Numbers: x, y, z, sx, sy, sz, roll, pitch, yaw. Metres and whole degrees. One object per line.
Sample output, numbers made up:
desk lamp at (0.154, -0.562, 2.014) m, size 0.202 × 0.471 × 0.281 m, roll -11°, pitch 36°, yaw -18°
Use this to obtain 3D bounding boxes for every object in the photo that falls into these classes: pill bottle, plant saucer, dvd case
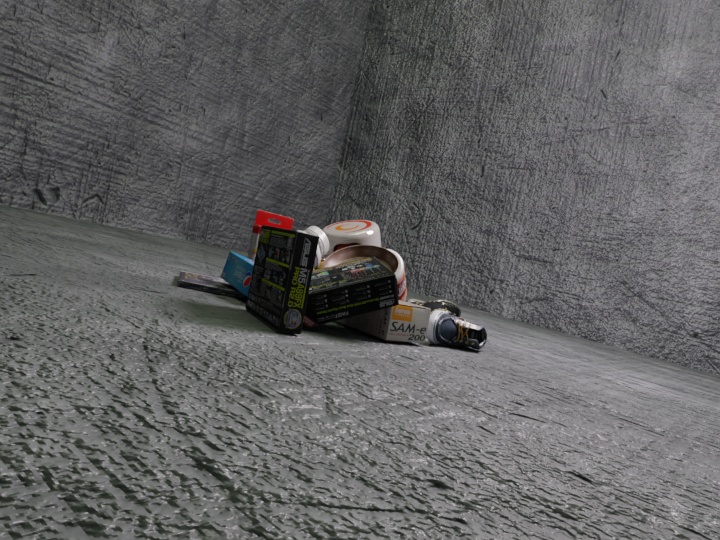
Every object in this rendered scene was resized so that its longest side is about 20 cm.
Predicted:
pill bottle at (0.072, 0.040, 1.445) m, size 0.105 × 0.113 × 0.202 m, roll 13°, pitch -27°, yaw 16°
plant saucer at (0.000, 0.000, 1.302) m, size 0.191 × 0.036 × 0.203 m, roll -3°, pitch 33°, yaw 2°
pill bottle at (-0.166, -0.028, 1.314) m, size 0.108 × 0.114 × 0.199 m, roll 13°, pitch 38°, yaw 35°
dvd case at (-0.346, 0.030, 1.224) m, size 0.143 × 0.017 × 0.199 m, roll 12°, pitch 1°, yaw -19°

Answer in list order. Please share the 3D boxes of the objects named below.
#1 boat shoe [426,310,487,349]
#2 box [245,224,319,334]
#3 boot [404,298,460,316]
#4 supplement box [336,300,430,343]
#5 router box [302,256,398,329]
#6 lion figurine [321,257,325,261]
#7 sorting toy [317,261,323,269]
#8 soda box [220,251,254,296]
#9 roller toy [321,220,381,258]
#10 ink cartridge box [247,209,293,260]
boat shoe at (0.220, 0.135, 1.187) m, size 0.088 × 0.074 × 0.198 m, roll 9°, pitch -3°, yaw 31°
box at (-0.143, 0.009, 0.937) m, size 0.043 × 0.167 × 0.198 m, roll 11°, pitch 1°, yaw -29°
boot at (0.235, 0.133, 1.510) m, size 0.196 × 0.077 × 0.153 m, roll 8°, pitch 7°, yaw -27°
supplement box at (0.036, 0.092, 1.118) m, size 0.123 × 0.077 × 0.196 m, roll 11°, pitch 1°, yaw -40°
router box at (-0.038, 0.038, 1.016) m, size 0.192 × 0.065 × 0.150 m, roll -12°, pitch 17°, yaw -12°
lion figurine at (-0.131, 0.000, 1.463) m, size 0.196 × 0.127 × 0.072 m, roll 28°, pitch 31°, yaw 26°
sorting toy at (-0.044, 0.071, 1.327) m, size 0.192 × 0.111 × 0.181 m, roll 12°, pitch 21°, yaw -17°
soda box at (-0.234, 0.020, 1.159) m, size 0.067 × 0.066 × 0.198 m, roll 23°, pitch 1°, yaw -39°
roller toy at (-0.028, -0.055, 1.526) m, size 0.195 × 0.146 × 0.179 m, roll -19°, pitch 22°, yaw -35°
ink cartridge box at (-0.241, -0.049, 1.428) m, size 0.112 × 0.209 × 0.067 m, roll 11°, pitch 1°, yaw -26°
